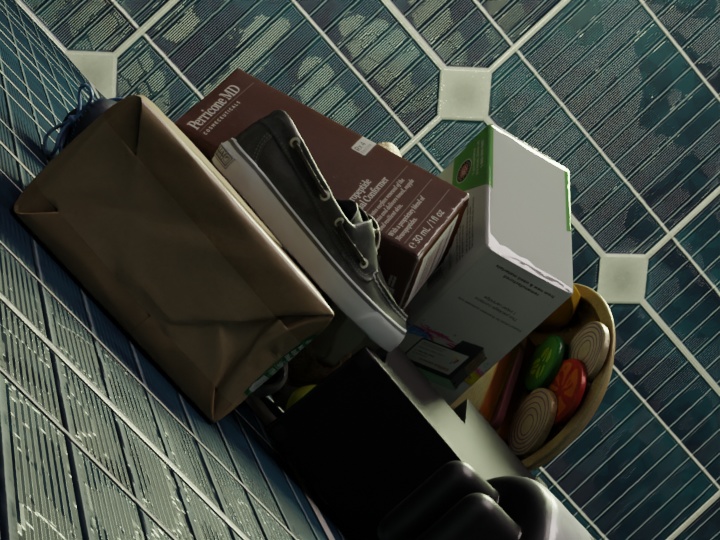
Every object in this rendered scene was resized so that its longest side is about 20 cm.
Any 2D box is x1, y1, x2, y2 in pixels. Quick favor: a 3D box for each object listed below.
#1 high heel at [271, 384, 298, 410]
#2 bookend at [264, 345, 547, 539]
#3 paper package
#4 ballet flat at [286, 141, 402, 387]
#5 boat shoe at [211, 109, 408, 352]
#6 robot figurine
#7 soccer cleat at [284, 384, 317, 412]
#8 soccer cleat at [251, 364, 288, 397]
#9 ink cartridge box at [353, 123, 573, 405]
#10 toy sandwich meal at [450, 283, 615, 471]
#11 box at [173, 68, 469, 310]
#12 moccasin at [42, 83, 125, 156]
[{"bbox_3d":[-0.039,0.042,1.484,0.071,0.143,0.200,1,-13,19],"label":"high heel"},{"bbox_3d":[0.041,0.137,1.311,0.200,0.092,0.199,50,10,-5],"label":"bookend"},{"bbox_3d":[-0.117,-0.015,1.170,0.191,0.103,0.200,47,-1,-8],"label":"paper package"},{"bbox_3d":[0.000,0.000,1.377,0.070,0.200,0.065,26,-6,-43],"label":"ballet flat"},{"bbox_3d":[-0.018,-0.023,1.188,0.200,0.057,0.069,49,-1,-36],"label":"boat shoe"},{"bbox_3d":[0.097,0.206,1.097,0.200,0.125,0.150,47,43,-26],"label":"robot figurine"},{"bbox_3d":[-0.023,0.133,1.411,0.084,0.065,0.200,14,-12,27],"label":"soccer cleat"},{"bbox_3d":[-0.117,0.008,1.310,0.200,0.069,0.078,51,-12,-12],"label":"soccer cleat"},{"bbox_3d":[0.071,0.009,1.415,0.084,0.200,0.145,28,39,-20],"label":"ink cartridge box"},{"bbox_3d":[0.114,0.079,1.470,0.070,0.205,0.205,38,5,-30],"label":"toy sandwich meal"},{"bbox_3d":[-0.034,-0.054,1.299,0.200,0.075,0.100,27,39,10],"label":"box"},{"bbox_3d":[-0.228,-0.104,1.532,0.068,0.080,0.200,43,-15,5],"label":"moccasin"}]
